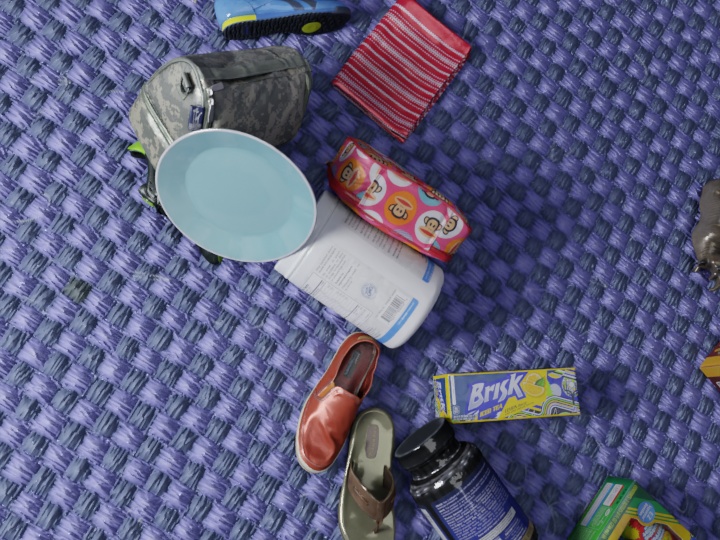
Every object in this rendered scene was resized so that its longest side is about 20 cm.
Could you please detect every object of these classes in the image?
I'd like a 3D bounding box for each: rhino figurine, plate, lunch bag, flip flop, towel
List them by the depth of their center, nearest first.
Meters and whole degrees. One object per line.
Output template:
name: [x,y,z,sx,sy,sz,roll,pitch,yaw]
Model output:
plate: [-0.147,-0.090,0.906,0.199,0.201,0.026,23,45,-10]
lunch bag: [-0.171,-0.208,0.954,0.199,0.168,0.140,-25,81,-44]
flip flop: [0.017,0.285,1.004,0.080,0.058,0.202,8,78,-14]
lunch bag: [0.049,-0.104,1.031,0.199,0.176,0.082,32,103,-16]
towel: [0.066,-0.311,1.146,0.144,0.022,0.201,38,73,-5]
rhino figurine: [0.583,-0.059,1.218,0.087,0.060,0.202,16,76,8]

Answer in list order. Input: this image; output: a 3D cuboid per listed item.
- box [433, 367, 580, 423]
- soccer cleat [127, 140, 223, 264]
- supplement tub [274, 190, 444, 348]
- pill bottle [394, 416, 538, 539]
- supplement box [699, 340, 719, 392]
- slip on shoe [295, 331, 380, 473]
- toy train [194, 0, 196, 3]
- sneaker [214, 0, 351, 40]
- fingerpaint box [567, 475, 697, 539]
box: [0.207,0.177,1.073,0.198,0.064,0.071,-1,80,-15]
soccer cleat: [-0.244,-0.091,1.005,0.080,0.068,0.201,-25,81,-8]
supplement tub: [0.000,0.000,1.014,0.199,0.132,0.133,35,73,-6]
pill bottle: [0.137,0.302,1.005,0.111,0.112,0.201,-36,91,-18]
supplement box: [0.685,0.153,1.170,0.197,0.133,0.200,-43,93,-18]
slip on shoe: [-0.029,0.174,1.011,0.074,0.061,0.201,29,75,-10]
toy train: [-0.195,-0.468,1.079,0.115,0.084,0.202,-4,81,-29]
sneaker: [-0.111,-0.385,1.089,0.198,0.066,0.079,-9,79,-16]
fingerpaint box: [0.376,0.427,1.067,0.167,0.073,0.200,43,73,-5]
